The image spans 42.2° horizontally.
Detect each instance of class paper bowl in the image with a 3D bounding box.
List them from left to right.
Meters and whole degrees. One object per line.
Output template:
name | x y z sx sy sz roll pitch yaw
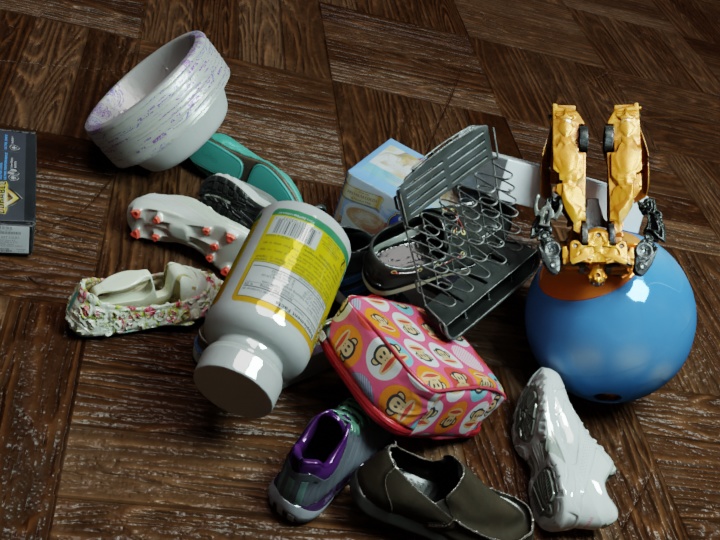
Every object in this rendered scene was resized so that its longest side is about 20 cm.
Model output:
paper bowl | -0.254 -0.211 1.224 0.105 0.199 0.202 50 25 -28

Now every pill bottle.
pill bottle | -0.089 0.039 0.933 0.111 0.113 0.202 21 54 2

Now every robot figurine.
robot figurine | 0.257 -0.081 1.018 0.142 0.058 0.204 1 78 8

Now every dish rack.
dish rack | 0.113 -0.045 0.991 0.153 0.202 0.054 -37 42 -24

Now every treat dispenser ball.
treat dispenser ball | 0.294 0.054 1.106 0.197 0.203 0.202 13 36 -9

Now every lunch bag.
lunch bag | 0.051 0.092 0.995 0.199 0.082 0.177 15 29 -52

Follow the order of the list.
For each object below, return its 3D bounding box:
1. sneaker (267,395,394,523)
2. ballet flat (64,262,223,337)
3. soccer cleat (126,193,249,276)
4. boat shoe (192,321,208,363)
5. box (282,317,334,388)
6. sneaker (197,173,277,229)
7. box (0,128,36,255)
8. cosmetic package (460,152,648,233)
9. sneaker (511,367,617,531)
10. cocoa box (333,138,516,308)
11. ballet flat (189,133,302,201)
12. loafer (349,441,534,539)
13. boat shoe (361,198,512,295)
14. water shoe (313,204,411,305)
sneaker | -0.012 0.161 0.919 0.074 0.089 0.200 30 37 15
ballet flat | -0.223 0.026 1.016 0.198 0.065 0.076 -14 46 -38
soccer cleat | -0.187 -0.050 1.132 0.197 0.070 0.078 20 32 5
boat shoe | -0.105 0.041 1.044 0.072 0.073 0.200 31 38 14
box | -0.063 0.092 1.025 0.198 0.042 0.039 -20 51 -41
sneaker | -0.110 -0.057 1.173 0.199 0.075 0.079 38 19 16
box | -0.477 -0.100 1.075 0.195 0.050 0.202 5 38 -21
cosmetic package | 0.225 -0.101 1.141 0.196 0.053 0.151 11 12 -21
sneaker | 0.225 0.197 1.010 0.098 0.078 0.202 15 44 -17
cocoa box | 0.076 -0.054 1.202 0.198 0.133 0.133 30 37 13
ballet flat | -0.141 -0.128 1.257 0.198 0.068 0.070 34 25 16
loafer | 0.089 0.220 0.890 0.197 0.072 0.074 19 34 -18
boat shoe | 0.094 -0.035 1.060 0.199 0.063 0.074 -22 65 -20
water shoe | 0.000 0.000 1.097 0.198 0.079 0.072 32 32 -27
